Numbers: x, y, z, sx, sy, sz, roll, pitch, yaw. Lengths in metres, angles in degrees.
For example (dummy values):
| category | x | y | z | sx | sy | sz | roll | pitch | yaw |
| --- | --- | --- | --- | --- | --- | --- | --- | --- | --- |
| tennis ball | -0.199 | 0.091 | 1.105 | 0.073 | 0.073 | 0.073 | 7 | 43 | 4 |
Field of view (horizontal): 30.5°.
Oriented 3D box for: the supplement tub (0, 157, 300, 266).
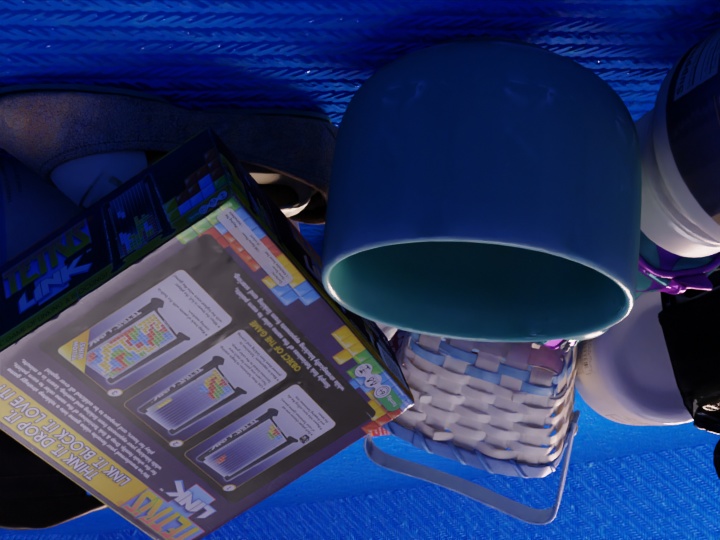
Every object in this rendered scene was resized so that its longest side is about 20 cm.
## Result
| category | x | y | z | sx | sy | sz | roll | pitch | yaw |
| --- | --- | --- | --- | --- | --- | --- | --- | --- | --- |
| supplement tub | -0.145 | 0.005 | 0.745 | 0.198 | 0.134 | 0.132 | 1 | 165 | -25 |

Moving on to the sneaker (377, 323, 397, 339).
| category | x | y | z | sx | sy | sz | roll | pitch | yaw |
| --- | --- | --- | --- | --- | --- | --- | --- | --- | --- |
| sneaker | 0.000 | 0.000 | 0.944 | 0.083 | 0.081 | 0.200 | 20 | 149 | -22 |

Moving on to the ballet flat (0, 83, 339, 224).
| category | x | y | z | sx | sy | sz | roll | pitch | yaw |
| --- | --- | --- | --- | --- | --- | --- | --- | --- | --- |
| ballet flat | -0.095 | -0.052 | 0.668 | 0.198 | 0.068 | 0.068 | 1 | 162 | -24 |

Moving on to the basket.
| category | x | y | z | sx | sy | sz | roll | pitch | yaw |
| --- | --- | --- | --- | --- | --- | --- | --- | --- | --- |
| basket | 0.099 | 0.112 | 1.081 | 0.174 | 0.139 | 0.202 | 19 | 125 | 8 |

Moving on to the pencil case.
| category | x | y | z | sx | sy | sz | roll | pitch | yaw |
| --- | --- | --- | --- | --- | --- | --- | --- | --- | --- |
| pencil case | 0.170 | -0.007 | 0.900 | 0.084 | 0.094 | 0.200 | -1 | 164 | -17 |

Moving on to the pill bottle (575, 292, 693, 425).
| category | x | y | z | sx | sy | sz | roll | pitch | yaw |
| --- | --- | --- | --- | --- | --- | --- | --- | --- | --- |
| pill bottle | 0.233 | 0.071 | 1.098 | 0.113 | 0.116 | 0.200 | -5 | 173 | -2 |

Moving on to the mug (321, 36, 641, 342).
| category | x | y | z | sx | sy | sz | roll | pitch | yaw |
| --- | --- | --- | --- | --- | --- | --- | --- | --- | --- |
| mug | 0.061 | -0.036 | 0.655 | 0.150 | 0.116 | 0.185 | 4 | 162 | 5 |

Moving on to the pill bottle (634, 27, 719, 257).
| category | x | y | z | sx | sy | sz | roll | pitch | yaw |
| --- | --- | --- | --- | --- | --- | --- | --- | --- | --- |
| pill bottle | 0.206 | -0.072 | 0.612 | 0.110 | 0.112 | 0.200 | 0 | 165 | -22 |

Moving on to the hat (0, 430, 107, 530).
| category | x | y | z | sx | sy | sz | roll | pitch | yaw |
| --- | --- | --- | --- | --- | --- | --- | --- | --- | --- |
| hat | -0.239 | 0.125 | 0.883 | 0.198 | 0.082 | 0.201 | -1 | 175 | 0 |

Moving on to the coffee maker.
| category | x | y | z | sx | sy | sz | roll | pitch | yaw |
| --- | --- | --- | --- | --- | --- | --- | --- | --- | --- |
| coffee maker | 0.323 | 0.038 | 0.899 | 0.134 | 0.194 | 0.199 | -19 | 177 | -45 |

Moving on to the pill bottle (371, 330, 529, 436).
| category | x | y | z | sx | sy | sz | roll | pitch | yaw |
| --- | --- | --- | --- | --- | --- | --- | --- | --- | --- |
| pill bottle | 0.080 | 0.088 | 1.200 | 0.197 | 0.111 | 0.110 | -7 | 166 | 3 |

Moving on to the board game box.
| category | x | y | z | sx | sy | sz | roll | pitch | yaw |
| --- | --- | --- | --- | --- | --- | --- | --- | --- | --- |
| board game box | -0.087 | 0.045 | 0.676 | 0.164 | 0.057 | 0.200 | -31 | 136 | 7 |
